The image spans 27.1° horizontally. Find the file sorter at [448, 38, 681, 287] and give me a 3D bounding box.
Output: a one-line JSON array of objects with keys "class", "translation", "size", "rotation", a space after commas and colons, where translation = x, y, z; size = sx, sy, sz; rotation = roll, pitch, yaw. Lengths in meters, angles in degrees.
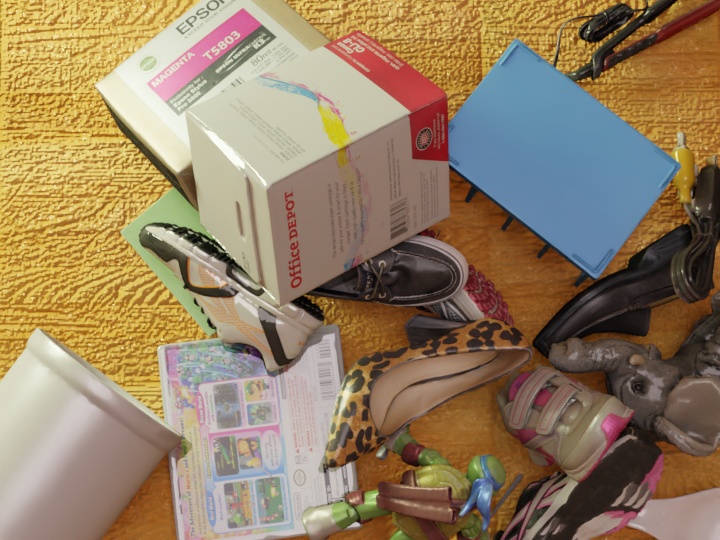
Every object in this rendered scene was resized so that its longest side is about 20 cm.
[{"class": "file sorter", "translation": [0.181, -0.097, 1.463], "size": [0.200, 0.123, 0.139], "rotation": [38, 80, 4]}]

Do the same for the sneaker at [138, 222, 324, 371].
[{"class": "sneaker", "translation": [-0.136, 0.024, 1.435], "size": [0.199, 0.074, 0.080], "rotation": [33, 101, 9]}]

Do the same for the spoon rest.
[{"class": "spoon rest", "translation": [0.310, 0.248, 1.439], "size": [0.198, 0.061, 0.100], "rotation": [13, 80, 1]}]

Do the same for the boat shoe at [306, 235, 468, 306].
[{"class": "boat shoe", "translation": [0.000, 0.000, 1.406], "size": [0.198, 0.066, 0.071], "rotation": [10, 108, 10]}]

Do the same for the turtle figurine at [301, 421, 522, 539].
[{"class": "turtle figurine", "translation": [0.055, 0.218, 1.414], "size": [0.193, 0.200, 0.144], "rotation": [-30, 121, 10]}]

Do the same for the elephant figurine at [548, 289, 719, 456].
[{"class": "elephant figurine", "translation": [0.300, 0.115, 1.432], "size": [0.199, 0.142, 0.156], "rotation": [-28, 60, -9]}]

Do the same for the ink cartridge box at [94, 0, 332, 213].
[{"class": "ink cartridge box", "translation": [-0.133, -0.178, 1.456], "size": [0.200, 0.075, 0.165], "rotation": [-41, 56, -9]}]

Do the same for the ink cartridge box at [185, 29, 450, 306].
[{"class": "ink cartridge box", "translation": [-0.038, -0.096, 1.364], "size": [0.199, 0.146, 0.145], "rotation": [-28, 48, -25]}]

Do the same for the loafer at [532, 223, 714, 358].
[{"class": "loafer", "translation": [0.261, 0.034, 1.470], "size": [0.199, 0.073, 0.073], "rotation": [-33, 86, -6]}]

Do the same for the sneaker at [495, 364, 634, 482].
[{"class": "sneaker", "translation": [0.178, 0.135, 1.376], "size": [0.088, 0.200, 0.082], "rotation": [42, 74, -10]}]

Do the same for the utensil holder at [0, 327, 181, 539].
[{"class": "utensil holder", "translation": [-0.290, 0.184, 1.376], "size": [0.169, 0.170, 0.201], "rotation": [36, 82, 4]}]

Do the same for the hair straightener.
[{"class": "hair straightener", "translation": [0.276, -0.258, 1.542], "size": [0.199, 0.041, 0.077], "rotation": [-31, 82, -2]}]

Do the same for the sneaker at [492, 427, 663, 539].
[{"class": "sneaker", "translation": [0.192, 0.217, 1.411], "size": [0.200, 0.086, 0.080], "rotation": [-44, 120, 6]}]

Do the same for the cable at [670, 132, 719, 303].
[{"class": "cable", "translation": [0.328, -0.037, 1.457], "size": [0.097, 0.050, 0.201], "rotation": [44, 48, -34]}]

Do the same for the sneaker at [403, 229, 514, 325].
[{"class": "sneaker", "translation": [0.073, 0.017, 1.470], "size": [0.200, 0.081, 0.075], "rotation": [44, 111, 4]}]

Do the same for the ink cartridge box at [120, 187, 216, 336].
[{"class": "ink cartridge box", "translation": [-0.120, -0.055, 1.485], "size": [0.200, 0.048, 0.146], "rotation": [-41, 84, -10]}]

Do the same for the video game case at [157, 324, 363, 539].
[{"class": "video game case", "translation": [-0.099, 0.162, 1.459], "size": [0.180, 0.024, 0.202], "rotation": [-7, 81, -3]}]

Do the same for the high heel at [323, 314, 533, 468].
[{"class": "high heel", "translation": [0.061, 0.112, 1.353], "size": [0.200, 0.142, 0.072], "rotation": [-50, 129, -33]}]
